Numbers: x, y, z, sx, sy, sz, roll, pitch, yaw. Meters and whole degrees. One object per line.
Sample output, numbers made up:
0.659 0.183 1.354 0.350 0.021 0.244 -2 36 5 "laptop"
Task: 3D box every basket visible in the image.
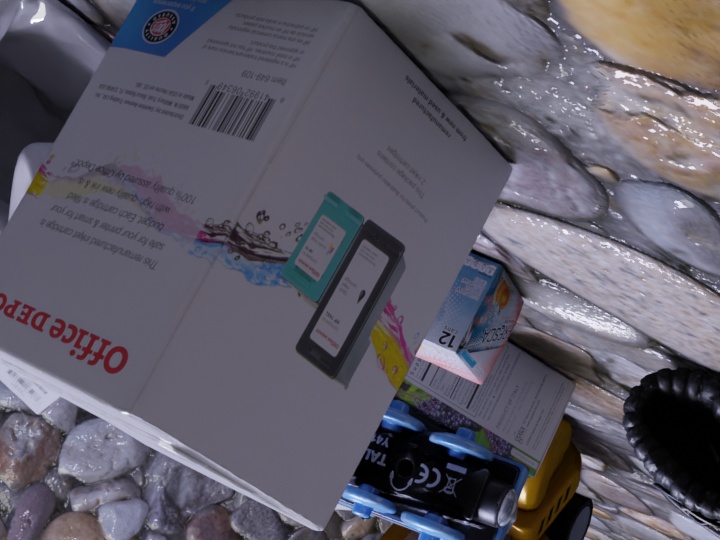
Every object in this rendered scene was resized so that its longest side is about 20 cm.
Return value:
-0.206 -0.080 0.984 0.123 0.136 0.200 21 166 44 "basket"

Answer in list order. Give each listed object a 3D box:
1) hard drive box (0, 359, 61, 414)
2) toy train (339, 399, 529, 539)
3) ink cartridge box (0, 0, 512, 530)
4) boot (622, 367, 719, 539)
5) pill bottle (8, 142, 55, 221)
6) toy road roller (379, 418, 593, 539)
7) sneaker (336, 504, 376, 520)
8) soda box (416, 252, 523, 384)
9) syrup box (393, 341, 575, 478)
-0.253 0.008 1.321 0.156 0.077 0.200 46 133 -11 "hard drive box"
0.025 0.141 1.135 0.199 0.087 0.114 16 169 25 "toy train"
-0.059 -0.011 0.754 0.146 0.200 0.146 19 165 43 "ink cartridge box"
0.259 0.142 0.978 0.211 0.080 0.158 25 168 21 "boot"
-0.092 -0.012 0.905 0.199 0.115 0.114 1 179 -21 "pill bottle"
0.107 0.192 1.331 0.123 0.200 0.146 22 131 26 "toy road roller"
0.000 0.154 1.258 0.199 0.074 0.089 10 155 6 "sneaker"
0.000 0.000 1.020 0.200 0.064 0.068 23 168 26 "soda box"
0.047 0.068 1.162 0.200 0.082 0.079 31 165 -17 "syrup box"
